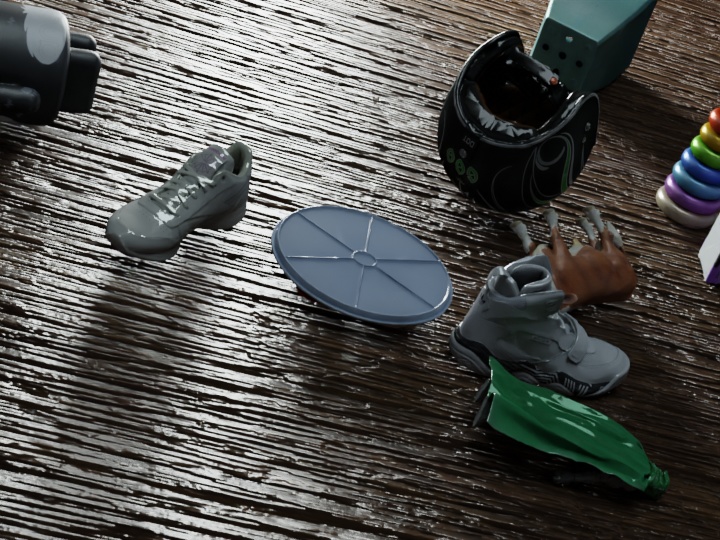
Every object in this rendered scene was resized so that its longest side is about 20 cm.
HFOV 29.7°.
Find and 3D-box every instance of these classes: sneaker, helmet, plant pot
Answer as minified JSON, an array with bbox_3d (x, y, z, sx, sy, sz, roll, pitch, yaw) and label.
[{"bbox_3d":[-0.178,-0.076,1.346,0.074,0.100,0.199,34,35,17],"label":"sneaker"},{"bbox_3d":[0.186,-0.166,1.612,0.197,0.191,0.203,-2,65,5],"label":"helmet"},{"bbox_3d":[0.195,0.055,1.354,0.197,0.116,0.076,10,33,-17],"label":"sneaker"},{"bbox_3d":[0.337,-0.358,2.049,0.140,0.143,0.200,29,40,13],"label":"plant pot"}]

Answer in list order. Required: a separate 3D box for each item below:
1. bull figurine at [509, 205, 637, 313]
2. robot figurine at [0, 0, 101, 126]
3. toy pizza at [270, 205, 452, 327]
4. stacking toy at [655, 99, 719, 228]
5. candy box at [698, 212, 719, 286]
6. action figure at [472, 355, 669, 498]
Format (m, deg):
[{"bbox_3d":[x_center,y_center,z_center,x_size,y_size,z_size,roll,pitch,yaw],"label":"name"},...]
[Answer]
[{"bbox_3d":[0.230,-0.005,1.498,0.198,0.065,0.123,-3,71,-45],"label":"bull figurine"},{"bbox_3d":[-0.376,-0.217,1.422,0.197,0.127,0.150,6,-7,-24],"label":"robot figurine"},{"bbox_3d":[0.000,0.000,1.402,0.197,0.032,0.201,16,31,-10],"label":"toy pizza"},{"bbox_3d":[0.457,-0.158,1.749,0.084,0.202,0.086,15,31,-9],"label":"stacking toy"},{"bbox_3d":[0.540,-0.040,1.652,0.197,0.169,0.072,18,32,-5],"label":"candy box"},{"bbox_3d":[0.200,0.160,1.260,0.198,0.055,0.119,27,30,-5],"label":"action figure"}]
